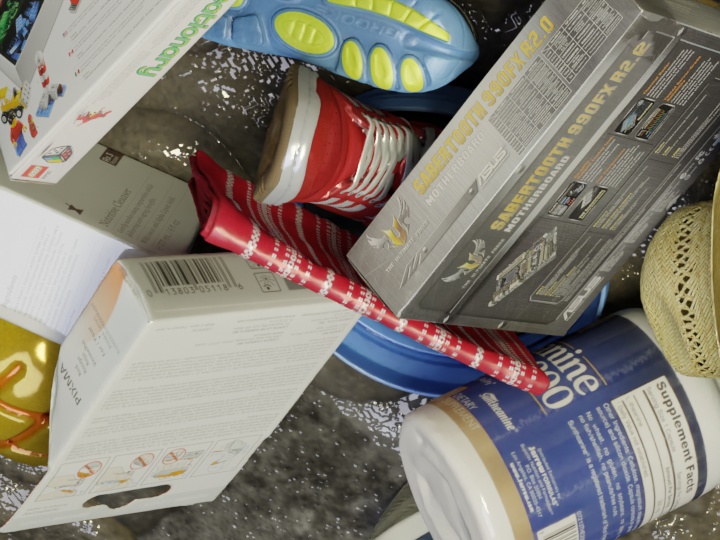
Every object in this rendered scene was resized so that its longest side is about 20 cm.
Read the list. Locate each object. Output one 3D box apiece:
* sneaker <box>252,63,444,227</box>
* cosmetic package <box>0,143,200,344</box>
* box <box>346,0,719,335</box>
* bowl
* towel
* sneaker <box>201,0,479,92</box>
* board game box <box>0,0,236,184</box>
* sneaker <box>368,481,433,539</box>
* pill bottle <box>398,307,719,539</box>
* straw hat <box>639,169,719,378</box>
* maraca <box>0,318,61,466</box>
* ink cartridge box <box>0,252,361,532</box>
[{"bbox_3d":[0.007,-0.052,1.220,0.112,0.200,0.072,19,93,-1],"label":"sneaker"},{"bbox_3d":[-0.197,-0.032,1.376,0.199,0.113,0.081,24,114,-3],"label":"cosmetic package"},{"bbox_3d":[0.107,-0.057,1.211,0.200,0.158,0.048,-52,58,22],"label":"box"},{"bbox_3d":[0.045,-0.017,1.363,0.199,0.039,0.201,9,128,12],"label":"bowl"},{"bbox_3d":[0.000,0.000,1.268,0.199,0.145,0.023,26,100,-13],"label":"towel"},{"bbox_3d":[-0.029,-0.140,1.234,0.199,0.083,0.071,24,101,17],"label":"sneaker"},{"bbox_3d":[-0.133,-0.150,1.235,0.034,0.127,0.200,4,147,-42],"label":"board game box"},{"bbox_3d":[0.093,0.140,1.442,0.200,0.075,0.085,-33,106,34],"label":"sneaker"},{"bbox_3d":[0.131,0.088,1.314,0.199,0.111,0.111,-24,126,-17],"label":"pill bottle"},{"bbox_3d":[0.193,0.009,1.252,0.085,0.201,0.202,-5,125,37],"label":"straw hat"},{"bbox_3d":[-0.186,0.072,1.468,0.136,0.107,0.200,10,149,26],"label":"maraca"},{"bbox_3d":[-0.105,0.066,1.355,0.200,0.162,0.050,-50,58,38],"label":"ink cartridge box"}]
